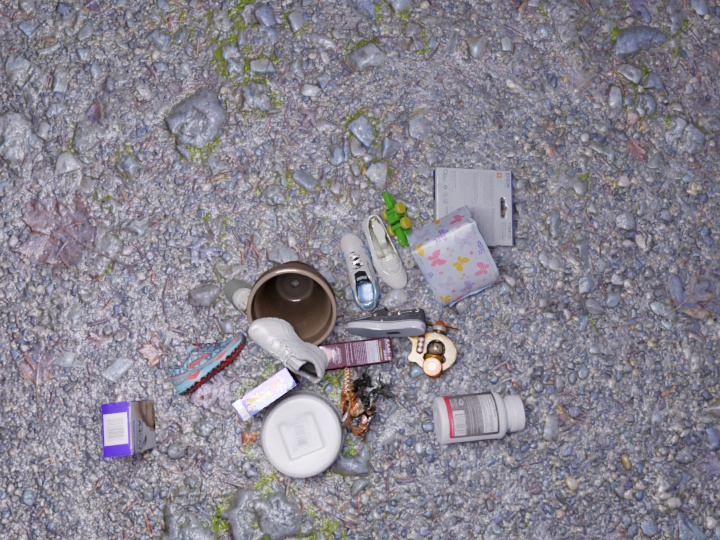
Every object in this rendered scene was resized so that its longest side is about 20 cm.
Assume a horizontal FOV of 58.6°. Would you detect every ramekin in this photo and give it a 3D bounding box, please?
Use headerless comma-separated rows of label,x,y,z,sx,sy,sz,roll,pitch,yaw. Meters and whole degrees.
ramekin,-0.133,0.376,1.468,0.199,0.098,0.202,1,80,-4

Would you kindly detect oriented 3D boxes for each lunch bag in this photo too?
lunch bag,0.224,-0.024,1.530,0.169,0.127,0.201,-27,115,10

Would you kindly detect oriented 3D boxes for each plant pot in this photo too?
plant pot,-0.155,0.059,1.467,0.199,0.175,0.202,-2,112,-4

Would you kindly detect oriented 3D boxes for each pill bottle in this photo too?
pill bottle,0.275,0.341,1.494,0.198,0.111,0.112,-4,81,-5

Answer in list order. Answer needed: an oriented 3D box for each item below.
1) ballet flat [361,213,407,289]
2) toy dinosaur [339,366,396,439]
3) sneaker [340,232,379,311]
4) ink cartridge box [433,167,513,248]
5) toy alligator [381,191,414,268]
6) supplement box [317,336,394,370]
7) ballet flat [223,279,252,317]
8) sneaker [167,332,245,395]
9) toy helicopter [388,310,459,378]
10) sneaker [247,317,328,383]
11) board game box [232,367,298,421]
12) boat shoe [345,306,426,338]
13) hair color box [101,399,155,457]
ballet flat,0.058,-0.049,1.570,0.069,0.069,0.201,-22,83,-7
toy dinosaur,0.000,0.299,1.460,0.102,0.201,0.136,35,57,23
sneaker,0.000,0.000,1.555,0.071,0.073,0.201,-16,80,-5
ink cartridge box,0.282,-0.156,1.615,0.198,0.043,0.198,2,81,-6
toy alligator,0.105,-0.103,1.591,0.054,0.059,0.201,-12,80,-47
supplement box,-0.028,0.198,1.500,0.198,0.109,0.061,-6,80,-6
ballet flat,-0.247,0.090,1.526,0.200,0.064,0.067,43,82,4
sneaker,-0.362,0.198,1.493,0.200,0.079,0.096,-37,82,-9
toy helicopter,0.147,0.157,1.539,0.200,0.079,0.133,37,86,16
sneaker,-0.151,0.169,1.371,0.199,0.087,0.075,32,104,-14
board game box,-0.207,0.272,1.429,0.134,0.200,0.045,-34,85,-8
boat shoe,0.061,0.117,1.520,0.199,0.070,0.067,-6,59,27
hair color box,-0.501,0.340,1.397,0.064,0.200,0.110,-5,80,-6
